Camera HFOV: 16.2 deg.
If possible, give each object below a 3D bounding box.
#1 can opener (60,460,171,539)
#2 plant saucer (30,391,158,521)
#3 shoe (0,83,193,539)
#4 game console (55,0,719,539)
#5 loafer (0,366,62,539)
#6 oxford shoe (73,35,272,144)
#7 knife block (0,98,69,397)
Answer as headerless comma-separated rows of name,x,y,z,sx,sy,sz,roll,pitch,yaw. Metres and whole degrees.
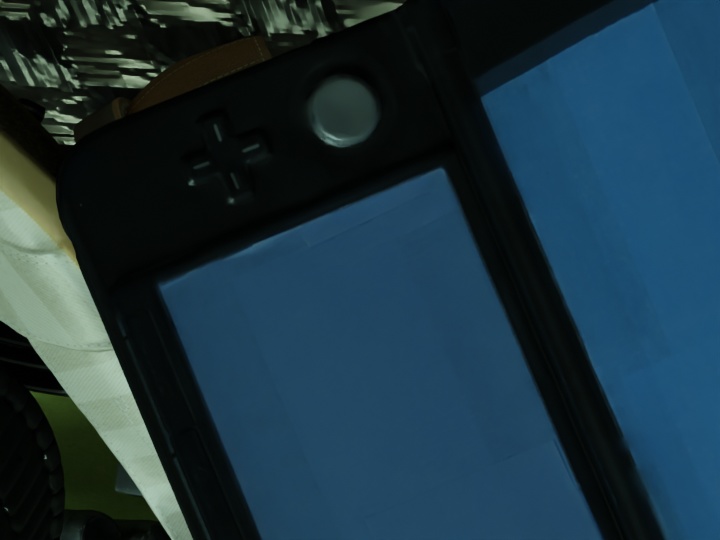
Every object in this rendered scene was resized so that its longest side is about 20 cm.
can opener,-0.086,0.083,0.873,0.053,0.067,0.199,17,166,-43
plant saucer,-0.121,0.079,0.948,0.199,0.031,0.201,15,146,10
shoe,-0.081,0.013,0.713,0.200,0.053,0.070,49,-178,-18
game console,0.039,0.023,0.625,0.170,0.201,0.118,-23,177,-13
loafer,-0.154,0.043,0.755,0.071,0.073,0.201,5,143,30
oxford shoe,0.000,0.000,0.754,0.071,0.072,0.200,-34,141,10
knife block,-0.165,-0.001,0.820,0.175,0.064,0.199,34,144,-26
